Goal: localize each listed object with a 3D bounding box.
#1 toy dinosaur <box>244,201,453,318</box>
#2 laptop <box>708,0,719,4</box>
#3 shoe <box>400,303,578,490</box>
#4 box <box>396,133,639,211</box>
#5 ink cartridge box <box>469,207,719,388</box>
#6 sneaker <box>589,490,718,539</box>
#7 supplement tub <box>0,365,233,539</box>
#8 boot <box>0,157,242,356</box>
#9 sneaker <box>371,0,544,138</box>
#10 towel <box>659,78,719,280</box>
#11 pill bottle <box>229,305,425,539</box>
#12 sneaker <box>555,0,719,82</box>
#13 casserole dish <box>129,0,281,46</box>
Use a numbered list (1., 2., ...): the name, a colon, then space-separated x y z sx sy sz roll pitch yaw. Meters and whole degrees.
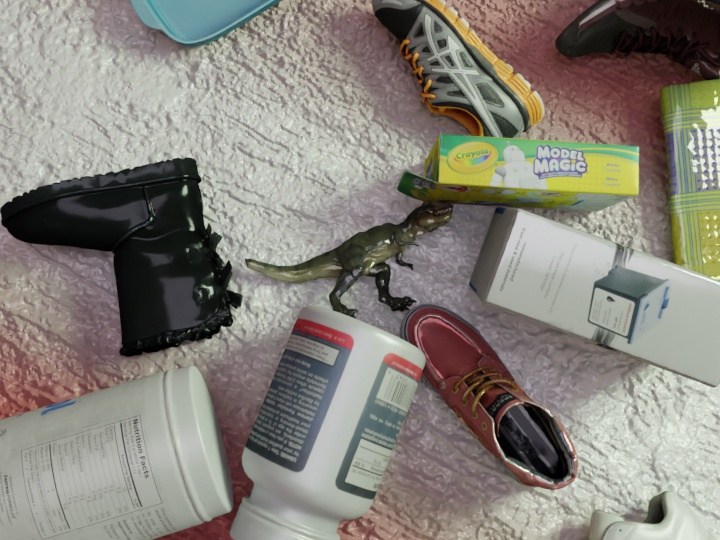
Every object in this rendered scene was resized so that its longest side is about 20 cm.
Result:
1. toy dinosaur: 0.000 0.000 0.768 0.198 0.048 0.089 -18 67 -5
2. laptop: 0.346 -0.297 0.735 0.176 0.103 0.202 18 83 -1
3. shoe: 0.113 0.107 0.730 0.071 0.091 0.200 -38 84 -8
4. box: 0.135 -0.086 0.751 0.198 0.117 0.049 1 87 -2
5. ink cartridge box: 0.204 0.017 0.715 0.198 0.146 0.087 18 96 1
6. sneaker: 0.218 0.266 0.725 0.199 0.078 0.100 -30 76 -16
7. supplement tub: -0.217 0.167 0.687 0.198 0.132 0.133 -16 81 -6
8. boot: -0.213 -0.004 0.749 0.197 0.073 0.164 -14 84 -5
9. sneaker: 0.081 -0.192 0.790 0.200 0.078 0.077 43 90 6
10. towel: 0.362 -0.084 0.796 0.142 0.023 0.202 -6 88 -2
11. pill bottle: -0.033 0.143 0.705 0.119 0.120 0.201 22 80 1
12. sneaker: 0.297 -0.224 0.804 0.199 0.076 0.116 -25 85 -7
13. casserole dish: -0.132 -0.296 0.815 0.199 0.039 0.122 -33 83 -8
